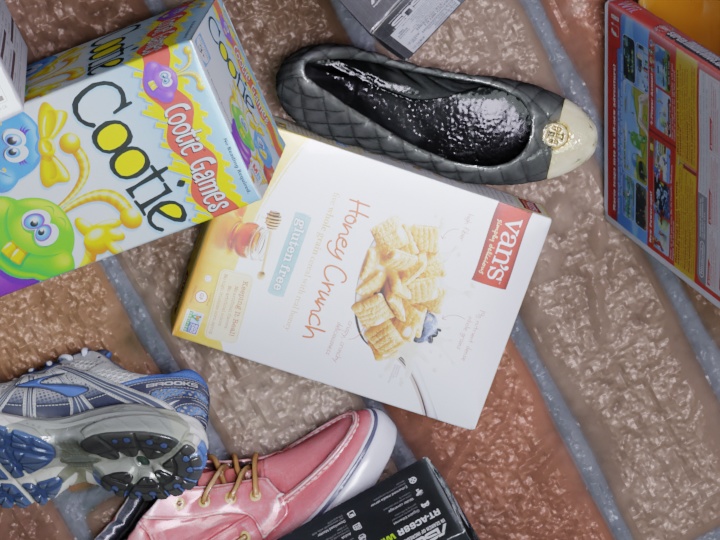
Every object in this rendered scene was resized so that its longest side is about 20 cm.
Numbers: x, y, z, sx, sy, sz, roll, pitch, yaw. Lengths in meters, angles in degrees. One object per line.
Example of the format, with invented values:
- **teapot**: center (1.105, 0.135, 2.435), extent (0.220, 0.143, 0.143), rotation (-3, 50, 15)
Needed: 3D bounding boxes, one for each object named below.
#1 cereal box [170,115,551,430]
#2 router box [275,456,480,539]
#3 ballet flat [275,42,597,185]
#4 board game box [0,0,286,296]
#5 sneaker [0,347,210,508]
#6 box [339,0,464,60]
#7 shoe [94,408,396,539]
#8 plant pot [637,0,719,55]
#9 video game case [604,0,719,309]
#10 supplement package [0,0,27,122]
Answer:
- **cereal box**: center (0.000, 0.000, 1.761), extent (0.199, 0.040, 0.144), rotation (17, 102, -10)
- **router box**: center (-0.012, 0.215, 1.772), extent (0.200, 0.062, 0.150), rotation (-29, 146, 1)
- **ballet flat**: center (0.046, -0.090, 1.727), extent (0.199, 0.057, 0.067), rotation (10, 87, -10)
- **board game box**: center (-0.159, -0.067, 1.671), extent (0.199, 0.103, 0.105), rotation (-20, 106, 13)
- **sneaker**: center (-0.181, 0.091, 1.760), extent (0.199, 0.085, 0.077), rotation (3, 133, 14)
- **box**: center (0.039, -0.243, 1.638), extent (0.200, 0.158, 0.048), rotation (-47, 147, 8)
- **shoe**: center (-0.075, 0.140, 1.780), extent (0.200, 0.072, 0.091), rotation (-44, 112, 12)
- **plant pot**: center (0.284, -0.116, 1.690), extent (0.183, 0.200, 0.201), rotation (-11, 108, -19)
- **video game case**: center (0.192, -0.061, 1.674), extent (0.017, 0.200, 0.144), rotation (-11, 116, -20)
- **supplement package**: center (-0.301, -0.115, 1.636), extent (0.199, 0.156, 0.111), rotation (-24, 109, 2)
